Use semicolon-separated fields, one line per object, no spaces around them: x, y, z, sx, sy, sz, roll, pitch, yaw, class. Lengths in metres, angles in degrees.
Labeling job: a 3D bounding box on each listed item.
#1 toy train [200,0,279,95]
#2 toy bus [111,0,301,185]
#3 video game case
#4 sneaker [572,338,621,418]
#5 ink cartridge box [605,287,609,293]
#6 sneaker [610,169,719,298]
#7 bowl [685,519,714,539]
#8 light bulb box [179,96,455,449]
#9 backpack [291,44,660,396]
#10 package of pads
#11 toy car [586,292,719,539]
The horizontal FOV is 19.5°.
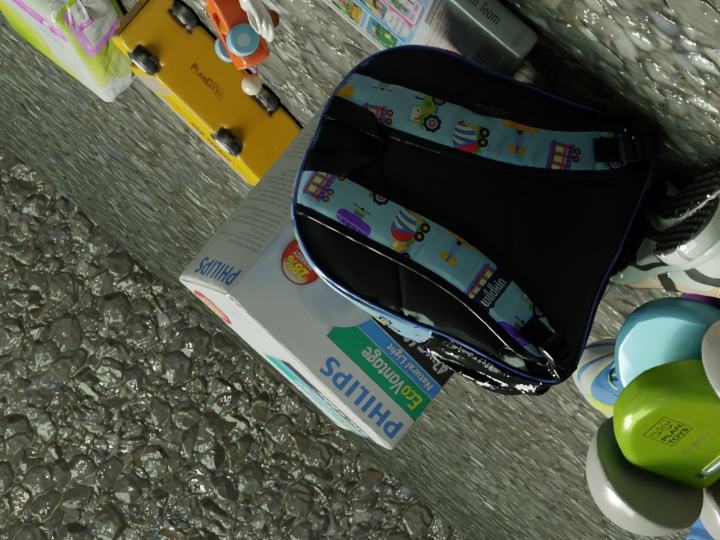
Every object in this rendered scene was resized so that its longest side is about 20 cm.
-0.079;-0.205;1.433;0.151;0.055;0.200;63;169;-3;toy train
-0.138;-0.163;1.880;0.200;0.065;0.078;44;171;-23;toy bus
0.024;-0.177;1.349;0.182;0.024;0.200;41;171;1;video game case
0.230;0.071;1.563;0.199;0.076;0.105;20;147;43;sneaker
0.083;-0.017;1.574;0.200;0.094;0.044;42;169;-11;ink cartridge box
0.206;-0.010;1.269;0.080;0.074;0.200;29;177;-8;sneaker
0.394;0.301;2.000;0.200;0.039;0.201;39;170;8;bowl
0.000;0.000;1.688;0.198;0.200;0.125;43;169;-21;light bulb box
0.058;-0.035;1.287;0.199;0.184;0.135;22;171;-2;backpack
-0.295;-0.259;2.032;0.154;0.068;0.200;38;170;20;package of pads
0.239;0.077;1.307;0.199;0.175;0.151;14;-132;-28;toy car
